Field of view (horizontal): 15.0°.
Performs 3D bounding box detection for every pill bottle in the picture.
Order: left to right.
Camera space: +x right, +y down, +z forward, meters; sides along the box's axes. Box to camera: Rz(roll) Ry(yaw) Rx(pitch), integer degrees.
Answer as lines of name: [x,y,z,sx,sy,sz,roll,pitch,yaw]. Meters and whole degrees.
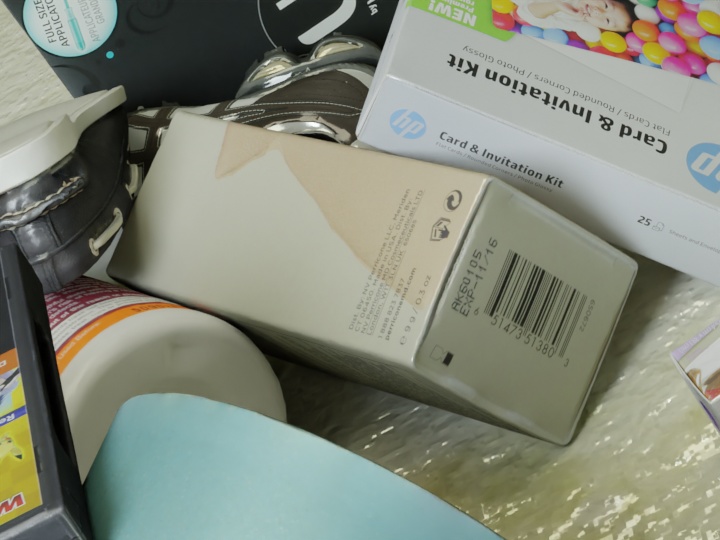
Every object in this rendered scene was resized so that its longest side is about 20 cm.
pill bottle: [-0.129,0.056,1.123,0.114,0.114,0.200,-48,34,-19]

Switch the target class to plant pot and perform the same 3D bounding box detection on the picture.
plant pot: [-0.028,0.160,0.820,0.200,0.201,0.161,7,59,48]

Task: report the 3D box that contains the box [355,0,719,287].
box: [0.095,-0.099,1.088,0.041,0.156,0.200,116,174,-46]

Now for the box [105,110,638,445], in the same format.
box: [0.000,0.000,1.071,0.200,0.095,0.078,15,80,49]

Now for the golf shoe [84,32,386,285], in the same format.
golf shoe: [-0.072,-0.033,1.222,0.200,0.078,0.095,-29,32,13]

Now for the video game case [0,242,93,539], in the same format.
video game case: [-0.183,0.083,0.854,0.200,0.026,0.181,-28,27,2]

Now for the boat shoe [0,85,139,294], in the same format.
boat shoe: [-0.124,-0.035,1.135,0.074,0.060,0.200,-24,9,2]

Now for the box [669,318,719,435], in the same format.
box: [0.203,-0.006,0.956,0.200,0.041,0.039,-36,32,1]

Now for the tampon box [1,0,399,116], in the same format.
tampon box: [-0.057,-0.150,1.293,0.200,0.150,0.126,-34,30,4]
